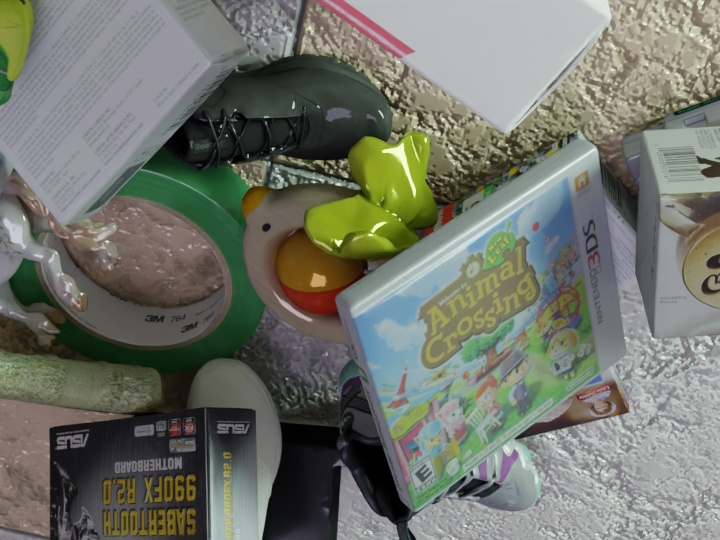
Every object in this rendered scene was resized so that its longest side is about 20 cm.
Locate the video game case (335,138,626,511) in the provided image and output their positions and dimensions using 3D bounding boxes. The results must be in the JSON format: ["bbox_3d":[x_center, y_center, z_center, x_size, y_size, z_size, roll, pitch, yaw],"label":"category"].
[{"bbox_3d":[0.088,0.038,0.797,0.199,0.022,0.183,-33,129,-20],"label":"video game case"}]

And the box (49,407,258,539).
[{"bbox_3d":[-0.155,0.186,0.893,0.199,0.160,0.048,-11,166,44],"label":"box"}]

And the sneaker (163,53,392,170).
[{"bbox_3d":[-0.079,-0.098,0.807,0.199,0.091,0.076,6,125,1],"label":"sneaker"}]

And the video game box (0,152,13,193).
[{"bbox_3d":[-0.327,-0.046,0.824,0.199,0.183,0.047,-15,126,20],"label":"video game box"}]

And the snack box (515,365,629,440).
[{"bbox_3d":[0.111,0.107,0.995,0.199,0.024,0.072,-17,124,20],"label":"snack box"}]

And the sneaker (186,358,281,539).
[{"bbox_3d":[-0.101,0.169,0.922,0.075,0.088,0.202,0,93,4],"label":"sneaker"}]

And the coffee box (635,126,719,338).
[{"bbox_3d":[0.280,-0.028,0.775,0.198,0.080,0.114,-3,126,5],"label":"coffee box"}]

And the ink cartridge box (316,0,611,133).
[{"bbox_3d":[0.046,-0.186,0.646,0.145,0.201,0.085,32,121,-19],"label":"ink cartridge box"}]

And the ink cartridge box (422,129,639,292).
[{"bbox_3d":[0.104,-0.006,0.887,0.199,0.051,0.109,-30,121,29],"label":"ink cartridge box"}]

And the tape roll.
[{"bbox_3d":[-0.164,-0.010,0.920,0.199,0.048,0.201,4,130,4],"label":"tape roll"}]

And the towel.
[{"bbox_3d":[-0.246,0.084,0.941,0.148,0.037,0.200,12,170,-29],"label":"towel"}]

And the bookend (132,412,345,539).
[{"bbox_3d":[-0.102,0.228,1.016,0.198,0.092,0.200,3,93,4],"label":"bookend"}]

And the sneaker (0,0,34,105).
[{"bbox_3d":[-0.285,-0.144,0.713,0.199,0.074,0.084,19,113,16],"label":"sneaker"}]

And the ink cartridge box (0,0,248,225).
[{"bbox_3d":[-0.186,-0.152,0.734,0.162,0.057,0.200,-40,87,31],"label":"ink cartridge box"}]

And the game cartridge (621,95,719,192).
[{"bbox_3d":[0.289,-0.071,0.819,0.199,0.038,0.130,-19,121,21],"label":"game cartridge"}]

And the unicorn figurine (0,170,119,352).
[{"bbox_3d":[-0.264,-0.001,0.873,0.137,0.074,0.200,37,111,-15],"label":"unicorn figurine"}]

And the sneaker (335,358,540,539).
[{"bbox_3d":[0.056,0.164,0.941,0.199,0.140,0.078,34,125,-17],"label":"sneaker"}]

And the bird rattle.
[{"bbox_3d":[0.000,0.000,0.840,0.162,0.113,0.201,8,140,20],"label":"bird rattle"}]
